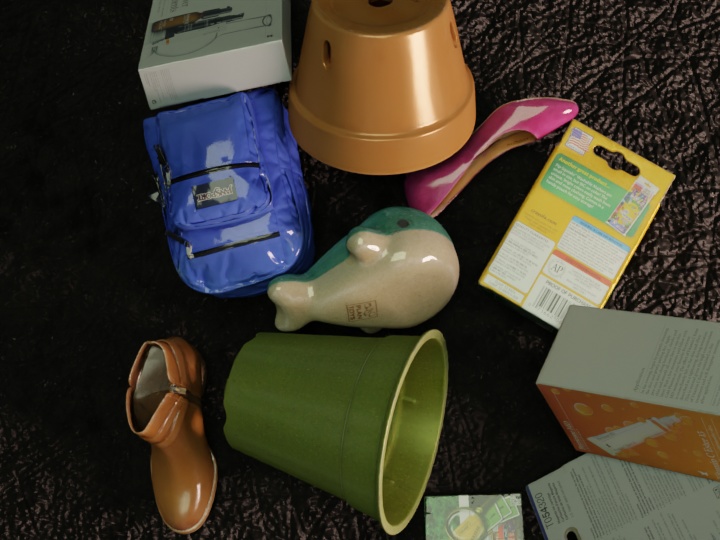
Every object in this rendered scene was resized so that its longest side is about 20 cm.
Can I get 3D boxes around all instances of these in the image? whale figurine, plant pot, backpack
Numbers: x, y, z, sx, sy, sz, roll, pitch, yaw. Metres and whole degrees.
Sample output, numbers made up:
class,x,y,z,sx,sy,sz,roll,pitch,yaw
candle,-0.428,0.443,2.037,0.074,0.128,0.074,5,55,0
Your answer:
class,x,y,z,sx,sy,sz,roll,pitch,yaw
whale figurine,0.000,0.000,1.160,0.197,0.160,0.105,-14,53,-3
plant pot,-0.030,0.139,1.128,0.188,0.200,0.203,12,82,20
backpack,-0.140,-0.072,1.170,0.160,0.168,0.203,-13,86,9
plant pot,0.020,-0.214,1.140,0.197,0.141,0.202,-2,43,1

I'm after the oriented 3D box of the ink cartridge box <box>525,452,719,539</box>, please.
class,x,y,z,sx,sy,sz,roll,pitch,yaw
ink cartridge box,0.278,0.245,1.078,0.199,0.043,0.198,-31,40,13

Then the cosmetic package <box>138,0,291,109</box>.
class,x,y,z,sx,sy,sz,roll,pitch,yaw
cosmetic package,-0.149,-0.253,1.194,0.149,0.052,0.201,-10,37,3

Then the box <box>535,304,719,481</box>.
class,x,y,z,sx,sy,sz,roll,pitch,yaw
box,0.287,0.116,1.061,0.198,0.125,0.098,7,55,40

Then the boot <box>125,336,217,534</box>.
class,x,y,z,sx,sy,sz,roll,pitch,yaw
boot,-0.198,0.168,1.141,0.073,0.155,0.203,-4,81,5

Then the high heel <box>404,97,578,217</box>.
class,x,y,z,sx,sy,sz,roll,pitch,yaw
high heel,0.140,-0.116,1.190,0.197,0.067,0.097,-14,70,9

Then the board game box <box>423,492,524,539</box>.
class,x,y,z,sx,sy,sz,roll,pitch,yaw
board game box,0.120,0.331,1.152,0.103,0.023,0.203,-4,81,7

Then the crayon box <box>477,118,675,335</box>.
class,x,y,z,sx,sy,sz,roll,pitch,yaw
crayon box,0.225,-0.038,1.182,0.125,0.052,0.201,30,86,9
